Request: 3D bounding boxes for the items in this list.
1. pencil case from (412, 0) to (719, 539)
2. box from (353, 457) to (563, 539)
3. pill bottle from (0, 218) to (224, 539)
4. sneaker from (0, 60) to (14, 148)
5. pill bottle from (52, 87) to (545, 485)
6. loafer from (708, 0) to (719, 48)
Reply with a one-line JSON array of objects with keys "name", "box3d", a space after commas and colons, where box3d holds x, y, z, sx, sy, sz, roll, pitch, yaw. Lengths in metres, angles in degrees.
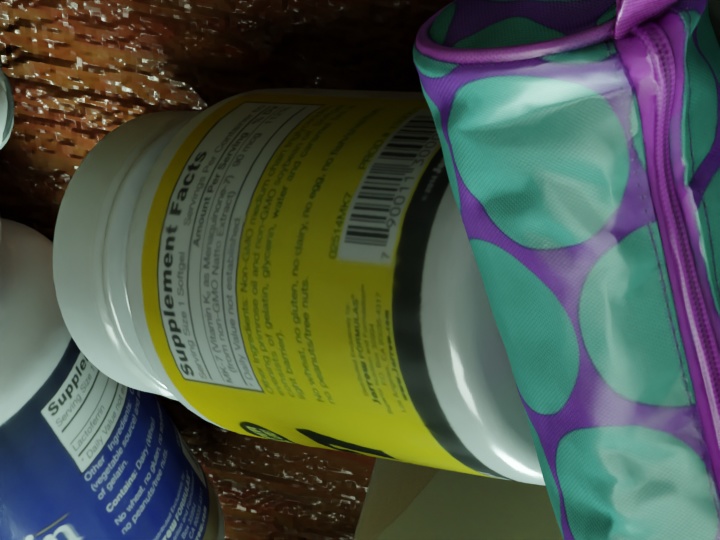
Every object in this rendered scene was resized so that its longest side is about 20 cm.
[{"name": "pencil case", "box3d": [0.079, 0.012, 0.732, 0.092, 0.085, 0.201, 26, 138, 64]}, {"name": "box", "box3d": [0.043, 0.103, 0.924, 0.077, 0.201, 0.095, 6, 139, 14]}, {"name": "pill bottle", "box3d": [-0.138, 0.053, 1.003, 0.115, 0.116, 0.200, -6, 134, 26]}, {"name": "sneaker", "box3d": [-0.212, -0.073, 0.908, 0.199, 0.087, 0.075, 21, 139, -6]}, {"name": "pill bottle", "box3d": [0.000, 0.000, 0.857, 0.199, 0.115, 0.114, 6, 144, 48]}, {"name": "loafer", "box3d": [0.125, -0.046, 0.767, 0.201, 0.069, 0.075, 58, 151, 7]}]
